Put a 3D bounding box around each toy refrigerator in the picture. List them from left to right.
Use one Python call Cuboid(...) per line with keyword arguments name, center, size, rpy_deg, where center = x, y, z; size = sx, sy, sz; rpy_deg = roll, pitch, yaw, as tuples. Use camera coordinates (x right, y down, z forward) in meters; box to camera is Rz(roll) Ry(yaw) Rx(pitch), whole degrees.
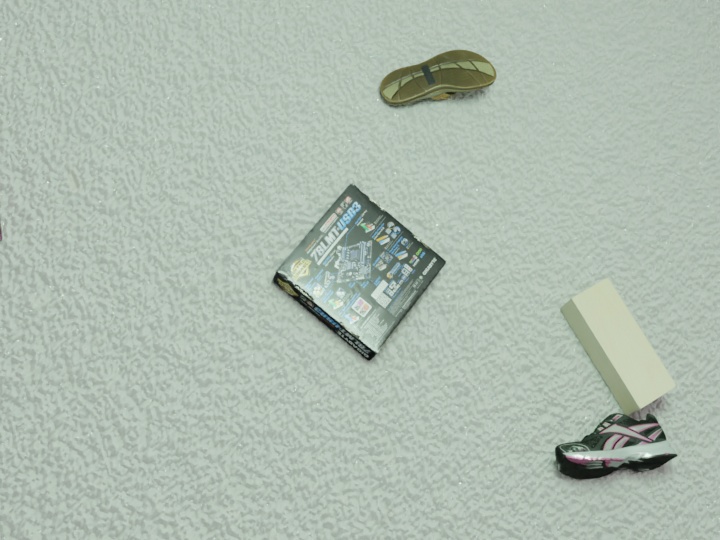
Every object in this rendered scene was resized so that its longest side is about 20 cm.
Cuboid(name="toy refrigerator", center=(0.407, 0.122, 1.778), size=(0.075, 0.070, 0.201), rpy_deg=(-28, 78, -15))

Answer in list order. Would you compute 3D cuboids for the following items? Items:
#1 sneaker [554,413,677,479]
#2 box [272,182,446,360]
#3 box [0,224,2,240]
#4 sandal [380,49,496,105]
Cuboid(name="sneaker", center=(0.382, 0.265, 1.722), size=(0.198, 0.081, 0.087), rpy_deg=(1, 57, -23))
Cuboid(name="box", center=(0.000, 0.000, 1.726), size=(0.198, 0.050, 0.200), rpy_deg=(38, 65, 2))
Cuboid(name="box", center=(-0.633, -0.098, 1.570), size=(0.198, 0.097, 0.177), rpy_deg=(-24, 77, -21))
Cuboid(name="sandal", center=(0.129, -0.317, 1.884), size=(0.198, 0.054, 0.081), rpy_deg=(-16, 68, -4))
